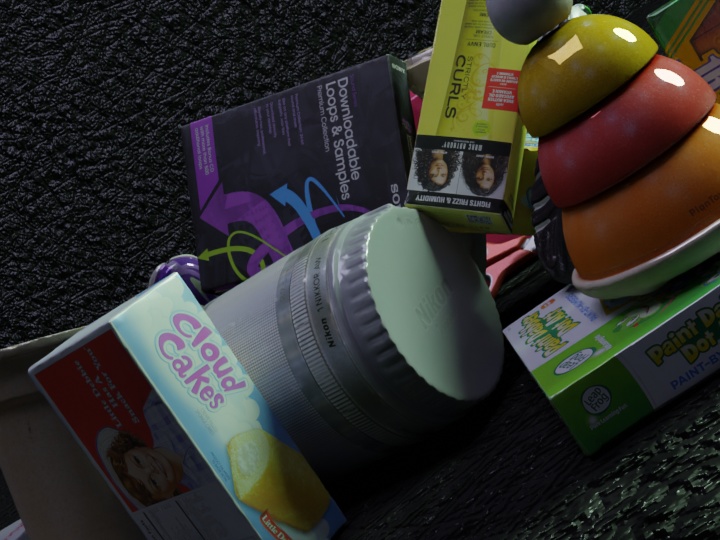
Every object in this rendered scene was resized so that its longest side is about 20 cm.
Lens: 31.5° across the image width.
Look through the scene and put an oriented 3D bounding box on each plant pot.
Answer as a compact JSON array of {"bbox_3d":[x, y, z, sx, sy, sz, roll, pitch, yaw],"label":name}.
[{"bbox_3d":[-0.195,0.141,0.976,0.200,0.184,0.200,-15,-4,-1],"label":"plant pot"}]

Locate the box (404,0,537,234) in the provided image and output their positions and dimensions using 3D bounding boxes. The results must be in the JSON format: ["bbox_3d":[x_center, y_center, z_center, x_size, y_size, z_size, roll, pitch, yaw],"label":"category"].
[{"bbox_3d":[0.087,-0.130,0.921,0.075,0.201,0.050,8,-14,16],"label":"box"}]

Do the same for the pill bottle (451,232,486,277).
[{"bbox_3d":[0.000,0.000,1.067,0.199,0.115,0.114,5,19,14],"label":"pill bottle"}]

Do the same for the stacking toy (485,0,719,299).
[{"bbox_3d":[0.142,-0.098,0.735,0.146,0.200,0.146,-33,7,5],"label":"stacking toy"}]

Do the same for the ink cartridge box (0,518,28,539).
[{"bbox_3d":[-0.341,0.301,1.118,0.200,0.084,0.145,-32,8,23],"label":"ink cartridge box"}]

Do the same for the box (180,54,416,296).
[{"bbox_3d":[-0.046,-0.072,1.003,0.199,0.144,0.036,-15,-14,25],"label":"box"}]

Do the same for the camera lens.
[{"bbox_3d":[-0.019,0.062,0.910,0.200,0.160,0.160,-29,9,34],"label":"camera lens"}]

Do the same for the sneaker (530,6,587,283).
[{"bbox_3d":[0.181,-0.082,0.868,0.115,0.201,0.076,9,-20,-17],"label":"sneaker"}]

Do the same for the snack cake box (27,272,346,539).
[{"bbox_3d":[-0.115,0.115,0.839,0.115,0.200,0.067,-26,10,46],"label":"snack cake box"}]

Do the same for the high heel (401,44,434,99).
[{"bbox_3d":[0.134,-0.155,1.022,0.199,0.072,0.143,5,14,16],"label":"high heel"}]

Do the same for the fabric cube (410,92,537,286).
[{"bbox_3d":[0.046,-0.062,1.269,0.199,0.200,0.196,-35,8,0],"label":"fabric cube"}]

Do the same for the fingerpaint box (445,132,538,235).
[{"bbox_3d":[0.167,-0.083,1.012,0.199,0.074,0.167,3,20,16],"label":"fingerpaint box"}]

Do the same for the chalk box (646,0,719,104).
[{"bbox_3d":[0.321,-0.165,0.866,0.200,0.125,0.124,-32,-15,24],"label":"chalk box"}]

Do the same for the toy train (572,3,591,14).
[{"bbox_3d":[0.213,-0.142,1.106,0.056,0.200,0.042,-34,34,1],"label":"toy train"}]

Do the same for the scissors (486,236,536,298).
[{"bbox_3d":[0.152,-0.028,1.151,0.200,0.014,0.073,-35,47,2],"label":"scissors"}]

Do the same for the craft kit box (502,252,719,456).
[{"bbox_3d":[0.187,0.015,0.760,0.197,0.049,0.200,-37,7,3],"label":"craft kit box"}]

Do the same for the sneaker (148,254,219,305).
[{"bbox_3d":[-0.106,0.074,1.072,0.080,0.201,0.083,-29,-2,-22],"label":"sneaker"}]
